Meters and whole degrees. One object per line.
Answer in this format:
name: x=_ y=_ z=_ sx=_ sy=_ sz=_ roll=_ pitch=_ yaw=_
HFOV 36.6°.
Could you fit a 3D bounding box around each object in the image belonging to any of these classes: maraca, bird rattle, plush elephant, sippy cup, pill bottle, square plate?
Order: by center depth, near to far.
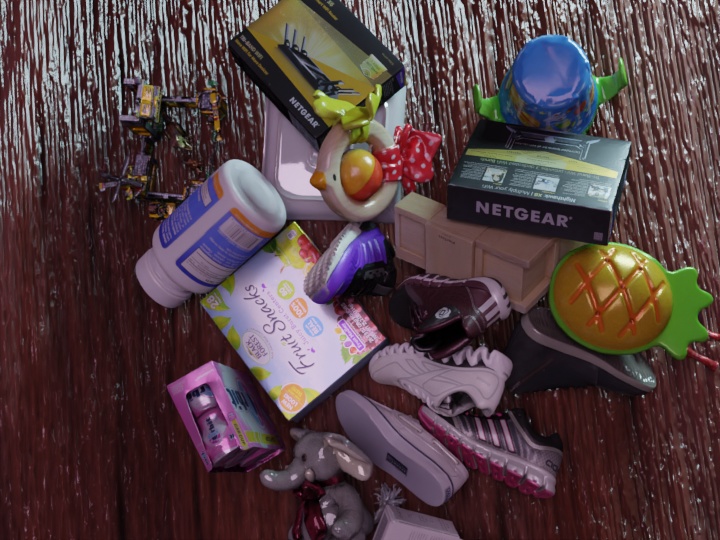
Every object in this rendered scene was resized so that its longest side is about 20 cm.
maraca: x=0.326 y=0.038 z=1.321 sx=0.197 sy=0.107 sz=0.139 roll=12 pitch=79 yaw=3
plush elephant: x=-0.052 y=0.273 z=1.353 sx=0.199 sy=0.164 sz=0.156 roll=-32 pitch=91 yaw=-27
bird rattle: x=0.005 y=-0.140 z=1.387 sx=0.112 sy=0.200 sz=0.165 roll=15 pitch=71 yaw=40
sippy cup: x=0.244 y=-0.237 z=1.406 sx=0.178 sy=0.130 sz=0.140 roll=-44 pitch=77 yaw=0
pill bottle: x=-0.201 y=-0.042 z=1.425 sx=0.199 sy=0.112 sz=0.113 roll=-39 pitch=77 yaw=23
square plate: x=-0.040 y=-0.167 z=1.486 sx=0.197 sy=0.028 sz=0.201 roll=2 pitch=82 yaw=8

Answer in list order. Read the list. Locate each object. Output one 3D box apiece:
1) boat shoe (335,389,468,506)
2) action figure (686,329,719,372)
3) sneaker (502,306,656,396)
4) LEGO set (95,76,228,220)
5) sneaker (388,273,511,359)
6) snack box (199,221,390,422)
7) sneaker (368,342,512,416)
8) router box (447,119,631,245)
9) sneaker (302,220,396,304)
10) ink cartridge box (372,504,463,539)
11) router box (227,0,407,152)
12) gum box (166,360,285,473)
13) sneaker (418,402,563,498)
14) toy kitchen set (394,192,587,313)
boat shoe: x=0.053 y=0.215 z=1.390 sx=0.199 sy=0.073 sz=0.065 roll=34 pitch=43 yaw=31
action figure: x=0.366 y=0.061 z=1.384 sx=0.198 sy=0.052 sz=0.066 roll=24 pitch=87 yaw=13
sneaker: x=0.269 y=0.123 z=1.383 sx=0.198 sy=0.075 sz=0.107 roll=24 pitch=128 yaw=-10
LEGO set: x=-0.260 y=-0.174 z=1.470 sx=0.152 sy=0.116 sz=0.203 roll=13 pitch=83 yaw=10
sneaker: x=0.080 y=0.060 z=1.334 sx=0.115 sy=0.199 sz=0.076 roll=-39 pitch=108 yaw=-36
snack box: x=-0.085 y=0.069 z=1.433 sx=0.168 sy=0.068 sz=0.201 roll=-38 pitch=76 yaw=1
sneaker: x=0.091 y=0.138 z=1.364 sx=0.198 sy=0.075 sz=0.082 roll=-2 pitch=64 yaw=35
router box: x=0.220 y=-0.111 z=1.336 sx=0.197 sy=0.053 sz=0.158 roll=11 pitch=40 yaw=17
sneaker: x=0.000 y=0.000 z=1.381 sx=0.099 sy=0.200 sz=0.070 roll=43 pitch=121 yaw=-6
ink cartridge box: x=0.079 y=0.405 z=1.339 sx=0.174 sy=0.045 sz=0.202 roll=18 pitch=102 yaw=-14
router box: x=-0.058 y=-0.279 z=1.471 sx=0.157 sy=0.052 sz=0.200 roll=-40 pitch=70 yaw=-9
gum box: x=-0.164 y=0.186 z=1.356 sx=0.066 sy=0.200 sz=0.114 roll=-29 pitch=77 yaw=2
sneaker: x=0.170 y=0.207 z=1.376 sx=0.198 sy=0.074 sz=0.088 roll=25 pitch=65 yaw=22
toy kitchen set: x=0.172 y=-0.022 z=1.415 sx=0.198 sy=0.165 sz=0.180 roll=25 pitch=45 yaw=31
